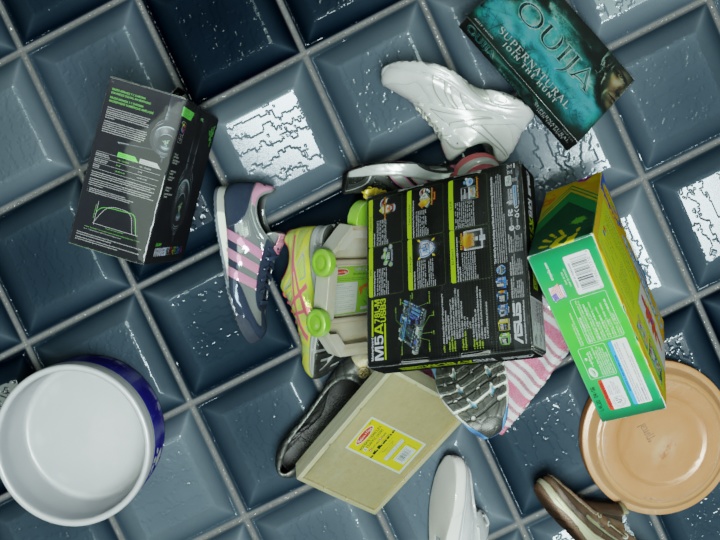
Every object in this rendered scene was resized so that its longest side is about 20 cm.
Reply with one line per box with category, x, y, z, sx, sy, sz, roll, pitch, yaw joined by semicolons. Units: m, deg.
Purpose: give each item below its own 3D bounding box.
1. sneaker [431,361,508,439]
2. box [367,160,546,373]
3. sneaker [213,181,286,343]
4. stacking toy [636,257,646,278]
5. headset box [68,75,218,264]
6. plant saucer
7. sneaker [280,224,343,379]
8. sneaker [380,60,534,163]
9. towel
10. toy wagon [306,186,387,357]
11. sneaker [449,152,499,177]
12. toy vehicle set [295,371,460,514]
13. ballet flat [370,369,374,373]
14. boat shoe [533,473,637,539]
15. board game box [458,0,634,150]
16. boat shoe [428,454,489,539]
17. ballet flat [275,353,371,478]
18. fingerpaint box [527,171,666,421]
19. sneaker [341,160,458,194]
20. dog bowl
sneaker;0.124;0.124;0.864;0.077;0.201;0.091;-26;115;2
box;0.096;0.001;0.833;0.190;0.047;0.204;-12;69;32
sneaker;-0.129;-0.012;0.974;0.080;0.070;0.204;-10;95;6
stacking toy;0.244;0.016;0.963;0.198;0.116;0.111;-28;98;14
headset box;-0.248;-0.119;0.918;0.091;0.174;0.204;15;93;1
plant saucer;0.384;0.216;0.999;0.196;0.032;0.205;0;93;1
sneaker;-0.061;0.037;0.983;0.089;0.078;0.204;11;106;34
sneaker;0.110;-0.191;0.957;0.197;0.078;0.101;22;97;1
towel;0.162;0.095;0.934;0.145;0.030;0.202;36;128;12
toy wagon;0.000;0.000;0.939;0.039;0.154;0.204;10;98;40
sneaker;0.113;-0.036;0.913;0.073;0.087;0.203;13;116;-22
toy vehicle set;0.026;0.205;0.943;0.123;0.027;0.201;30;113;-21
ballet flat;0.045;0.135;0.961;0.064;0.071;0.203;-6;112;12
boat shoe;0.308;0.324;0.994;0.075;0.075;0.203;-45;99;-9
board game box;0.230;-0.265;0.945;0.200;0.028;0.135;47;68;-3
boat shoe;0.132;0.339;0.997;0.067;0.072;0.204;2;87;-20
ballet flat;-0.037;0.188;0.992;0.066;0.057;0.201;37;94;-2
fingerpaint box;0.254;0.024;0.819;0.072;0.167;0.202;-19;109;28
sneaker;0.073;-0.091;0.963;0.196;0.080;0.088;2;98;3
dog bowl;-0.355;0.213;0.988;0.196;0.079;0.204;0;94;1
